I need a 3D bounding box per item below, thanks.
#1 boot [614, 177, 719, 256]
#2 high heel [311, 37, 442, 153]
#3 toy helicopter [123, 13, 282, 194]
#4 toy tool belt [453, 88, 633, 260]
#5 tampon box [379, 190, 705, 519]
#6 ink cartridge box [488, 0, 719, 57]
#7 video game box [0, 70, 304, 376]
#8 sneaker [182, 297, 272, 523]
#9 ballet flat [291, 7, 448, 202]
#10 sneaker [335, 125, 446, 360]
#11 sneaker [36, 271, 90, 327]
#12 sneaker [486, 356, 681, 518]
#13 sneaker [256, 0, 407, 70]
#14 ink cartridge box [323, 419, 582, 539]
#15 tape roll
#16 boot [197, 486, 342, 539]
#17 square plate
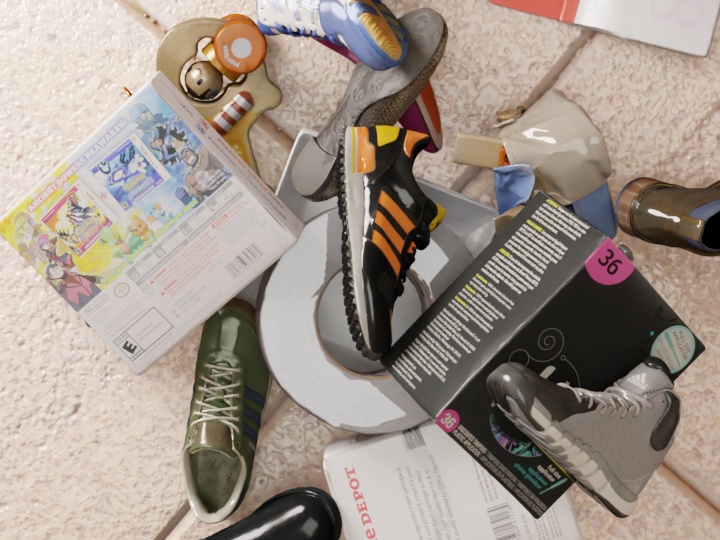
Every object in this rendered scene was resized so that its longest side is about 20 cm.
[{"bbox_3d":[0.323,-0.037,1.548,0.199,0.097,0.075,-1,106,-31],"label":"boot"},{"bbox_3d":[-0.002,-0.183,1.615,0.096,0.067,0.201,-26,90,20],"label":"high heel"},{"bbox_3d":[-0.128,-0.126,1.611,0.132,0.079,0.201,-19,105,-3],"label":"toy helicopter"},{"bbox_3d":[0.155,-0.049,1.578,0.122,0.125,0.201,-21,117,-7],"label":"toy tool belt"},{"bbox_3d":[0.148,0.068,1.478,0.200,0.126,0.150,-46,120,0],"label":"tampon box"},{"bbox_3d":[0.231,-0.290,1.599,0.199,0.057,0.163,14,94,-4],"label":"ink cartridge box"},{"bbox_3d":[-0.180,-0.037,1.530,0.200,0.047,0.182,-39,103,21],"label":"video game box"},{"bbox_3d":[-0.120,0.132,1.597,0.067,0.090,0.201,7,107,5],"label":"sneaker"},{"bbox_3d":[0.013,-0.140,1.564,0.200,0.046,0.067,-54,50,14],"label":"ballet flat"},{"bbox_3d":[0.029,-0.027,1.497,0.090,0.070,0.201,-3,76,-5],"label":"sneaker"},{"bbox_3d":[-0.199,-0.027,1.599,0.200,0.070,0.109,-36,91,29],"label":"sneaker"},{"bbox_3d":[0.183,0.099,1.398,0.116,0.075,0.200,-48,132,-4],"label":"sneaker"},{"bbox_3d":[-0.039,-0.222,1.545,0.088,0.075,0.200,-48,59,12],"label":"sneaker"},{"bbox_3d":[0.081,0.198,1.614,0.199,0.084,0.146,-18,92,2],"label":"ink cartridge box"},{"bbox_3d":[0.009,0.040,1.572,0.199,0.066,0.201,0,90,-8],"label":"tape roll"},{"bbox_3d":[-0.128,0.260,1.558,0.198,0.162,0.074,-27,85,30],"label":"boot"},{"bbox_3d":[0.000,0.000,1.628,0.197,0.028,0.201,23,96,-3],"label":"square plate"}]
